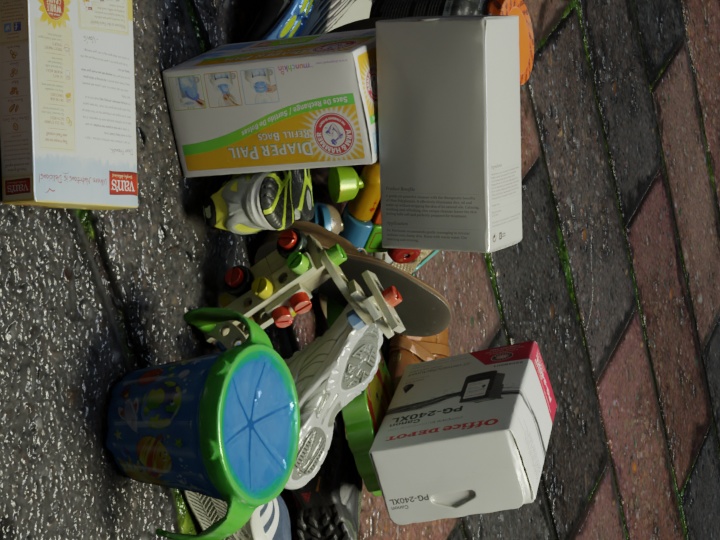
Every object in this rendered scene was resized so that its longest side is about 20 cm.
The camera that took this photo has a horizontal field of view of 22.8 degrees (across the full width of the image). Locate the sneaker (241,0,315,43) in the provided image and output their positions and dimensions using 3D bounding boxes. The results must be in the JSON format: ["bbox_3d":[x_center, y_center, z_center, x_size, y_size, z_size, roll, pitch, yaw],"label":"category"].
[{"bbox_3d":[-0.080,-0.293,1.740,0.071,0.082,0.200,68,37,-80],"label":"sneaker"}]

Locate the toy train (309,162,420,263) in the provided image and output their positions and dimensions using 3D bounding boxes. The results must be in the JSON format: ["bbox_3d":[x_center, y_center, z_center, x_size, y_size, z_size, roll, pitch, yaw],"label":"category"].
[{"bbox_3d":[0.021,-0.091,1.780,0.200,0.115,0.085,115,-33,-49],"label":"toy train"}]

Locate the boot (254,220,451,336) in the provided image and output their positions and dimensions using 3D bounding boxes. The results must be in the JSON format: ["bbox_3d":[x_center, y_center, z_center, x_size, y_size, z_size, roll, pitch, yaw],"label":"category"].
[{"bbox_3d":[0.000,0.000,1.754,0.076,0.200,0.074,-67,180,-57],"label":"boot"}]

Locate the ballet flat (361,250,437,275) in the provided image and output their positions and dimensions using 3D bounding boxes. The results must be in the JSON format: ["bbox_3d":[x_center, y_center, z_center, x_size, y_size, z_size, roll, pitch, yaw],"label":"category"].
[{"bbox_3d":[0.033,-0.011,1.960,0.065,0.070,0.200,51,33,-8],"label":"ballet flat"}]

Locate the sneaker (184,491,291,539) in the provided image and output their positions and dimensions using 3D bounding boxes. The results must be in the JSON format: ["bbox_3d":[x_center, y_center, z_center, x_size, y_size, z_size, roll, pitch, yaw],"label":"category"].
[{"bbox_3d":[-0.108,0.206,1.644,0.085,0.075,0.200,-58,145,-54],"label":"sneaker"}]

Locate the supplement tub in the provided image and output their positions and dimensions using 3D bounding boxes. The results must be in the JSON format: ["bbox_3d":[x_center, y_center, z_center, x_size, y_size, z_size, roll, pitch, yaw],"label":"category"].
[{"bbox_3d":[0.074,-0.235,1.890,0.122,0.200,0.123,9,79,-62],"label":"supplement tub"}]

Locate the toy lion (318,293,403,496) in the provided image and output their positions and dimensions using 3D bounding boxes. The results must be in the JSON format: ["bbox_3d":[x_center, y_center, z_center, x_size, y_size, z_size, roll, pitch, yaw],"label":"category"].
[{"bbox_3d":[0.005,0.117,1.800,0.192,0.068,0.200,-72,147,-71],"label":"toy lion"}]

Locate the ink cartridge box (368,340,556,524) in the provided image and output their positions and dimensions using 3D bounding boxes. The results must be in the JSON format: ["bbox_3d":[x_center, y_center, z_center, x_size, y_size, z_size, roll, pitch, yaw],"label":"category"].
[{"bbox_3d":[0.104,0.157,1.754,0.200,0.145,0.084,-61,137,-65],"label":"ink cartridge box"}]

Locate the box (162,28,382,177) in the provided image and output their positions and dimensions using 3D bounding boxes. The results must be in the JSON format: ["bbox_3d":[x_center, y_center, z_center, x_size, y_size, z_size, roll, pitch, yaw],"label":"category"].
[{"bbox_3d":[-0.060,-0.152,1.616,0.112,0.199,0.102,-38,121,-58],"label":"box"}]

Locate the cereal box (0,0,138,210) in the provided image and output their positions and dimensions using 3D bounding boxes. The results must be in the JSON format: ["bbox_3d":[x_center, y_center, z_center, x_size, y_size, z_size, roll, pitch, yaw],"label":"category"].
[{"bbox_3d":[-0.236,-0.150,1.447,0.144,0.039,0.201,2,86,-63],"label":"cereal box"}]

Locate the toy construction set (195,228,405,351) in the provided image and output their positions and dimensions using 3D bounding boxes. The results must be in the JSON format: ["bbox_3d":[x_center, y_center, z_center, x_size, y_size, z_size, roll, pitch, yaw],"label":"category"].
[{"bbox_3d":[-0.064,0.043,1.630,0.092,0.200,0.131,64,1,-53],"label":"toy construction set"}]

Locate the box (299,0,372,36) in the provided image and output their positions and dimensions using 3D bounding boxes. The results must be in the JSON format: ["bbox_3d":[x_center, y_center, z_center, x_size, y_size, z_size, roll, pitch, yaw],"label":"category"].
[{"bbox_3d":[-0.034,-0.281,1.826,0.082,0.068,0.201,44,49,-53],"label":"box"}]

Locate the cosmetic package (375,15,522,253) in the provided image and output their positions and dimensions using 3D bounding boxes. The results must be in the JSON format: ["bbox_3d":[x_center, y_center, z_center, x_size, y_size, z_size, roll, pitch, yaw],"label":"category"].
[{"bbox_3d":[0.078,-0.120,1.553,0.085,0.107,0.201,-17,109,-62],"label":"cosmetic package"}]

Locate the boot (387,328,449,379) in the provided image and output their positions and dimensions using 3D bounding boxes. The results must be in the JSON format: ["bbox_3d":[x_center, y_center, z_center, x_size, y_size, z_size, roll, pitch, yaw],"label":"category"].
[{"bbox_3d":[0.087,0.140,2.031,0.200,0.073,0.155,38,50,-59],"label":"boot"}]

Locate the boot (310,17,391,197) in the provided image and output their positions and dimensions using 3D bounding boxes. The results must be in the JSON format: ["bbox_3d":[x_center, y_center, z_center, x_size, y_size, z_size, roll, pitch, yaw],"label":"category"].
[{"bbox_3d":[0.002,-0.155,1.787,0.200,0.186,0.064,36,28,-53],"label":"boot"}]

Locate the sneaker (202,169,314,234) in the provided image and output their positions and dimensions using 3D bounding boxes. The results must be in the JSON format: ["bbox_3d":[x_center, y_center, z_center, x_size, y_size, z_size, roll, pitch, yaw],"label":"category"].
[{"bbox_3d":[-0.092,-0.076,1.696,0.200,0.076,0.076,-22,106,-77],"label":"sneaker"}]

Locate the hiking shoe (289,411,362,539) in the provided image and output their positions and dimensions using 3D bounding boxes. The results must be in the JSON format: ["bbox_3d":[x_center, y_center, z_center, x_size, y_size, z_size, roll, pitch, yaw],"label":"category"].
[{"bbox_3d":[-0.041,0.191,1.790,0.101,0.076,0.201,-59,143,-74],"label":"hiking shoe"}]

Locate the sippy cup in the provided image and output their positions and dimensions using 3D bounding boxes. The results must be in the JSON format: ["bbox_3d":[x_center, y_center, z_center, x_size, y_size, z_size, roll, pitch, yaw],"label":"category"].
[{"bbox_3d":[-0.139,0.131,1.515,0.178,0.130,0.140,-61,138,-46],"label":"sippy cup"}]

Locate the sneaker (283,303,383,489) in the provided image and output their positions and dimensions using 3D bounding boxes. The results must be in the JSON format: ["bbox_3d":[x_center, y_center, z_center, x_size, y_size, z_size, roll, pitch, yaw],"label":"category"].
[{"bbox_3d":[-0.055,0.102,1.698,0.200,0.099,0.078,-57,148,-17],"label":"sneaker"}]
